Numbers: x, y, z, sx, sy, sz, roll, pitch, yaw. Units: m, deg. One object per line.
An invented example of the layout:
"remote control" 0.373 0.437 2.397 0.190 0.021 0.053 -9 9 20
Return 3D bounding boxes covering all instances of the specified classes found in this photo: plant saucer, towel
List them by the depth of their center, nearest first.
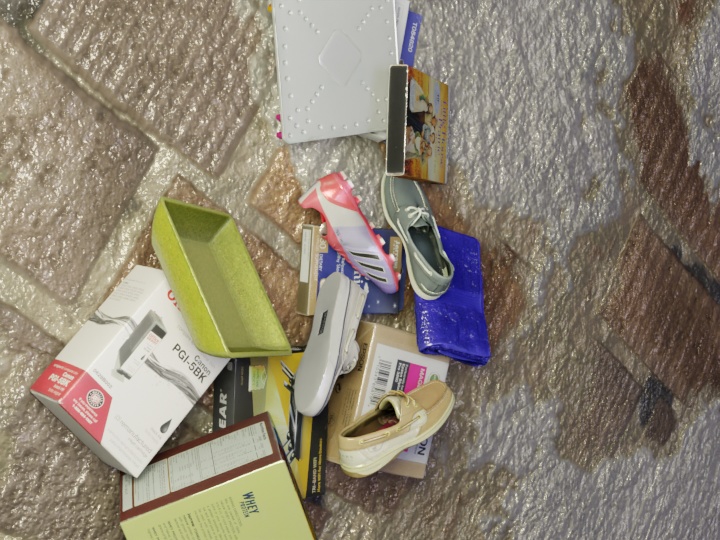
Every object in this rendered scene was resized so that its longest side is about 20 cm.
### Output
"plant saucer" -0.173 0.021 1.330 0.201 0.048 0.200 65 15 11
"towel" 0.133 0.032 1.626 0.147 0.049 0.202 17 59 -45

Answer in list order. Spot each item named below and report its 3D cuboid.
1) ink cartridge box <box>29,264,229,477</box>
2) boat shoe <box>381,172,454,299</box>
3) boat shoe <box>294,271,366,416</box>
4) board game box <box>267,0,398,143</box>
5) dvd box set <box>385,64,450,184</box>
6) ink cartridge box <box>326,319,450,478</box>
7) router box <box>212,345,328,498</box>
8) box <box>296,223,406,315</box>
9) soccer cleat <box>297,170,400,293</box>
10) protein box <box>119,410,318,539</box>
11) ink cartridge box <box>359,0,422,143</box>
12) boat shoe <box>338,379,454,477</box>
"ink cartridge box" -0.263 0.116 1.323 0.201 0.082 0.147 -53 125 -23
"boat shoe" 0.085 -0.062 1.570 0.072 0.062 0.202 -8 72 -25
"boat shoe" -0.031 0.103 1.469 0.069 0.071 0.202 29 56 -28
"board game box" -0.033 -0.277 1.460 0.198 0.026 0.203 -13 105 -38
"dvd box set" 0.083 -0.198 1.557 0.200 0.029 0.148 0 92 -69
"ink cartridge box" 0.035 0.184 1.595 0.164 0.075 0.203 17 83 -39
"router box" -0.118 0.205 1.480 0.156 0.052 0.203 -3 97 -40
"box" 0.000 0.000 1.572 0.198 0.032 0.123 0 95 -42
"soccer cleat" -0.011 -0.042 1.507 0.076 0.067 0.201 -30 121 -1
"protein box" -0.162 0.314 1.349 0.198 0.135 0.201 -20 111 -5
"ink cartridge box" 0.010 -0.286 1.540 0.198 0.040 0.202 10 88 -41
"boat shoe" 0.050 0.200 1.512 0.199 0.074 0.067 -35 122 -32
